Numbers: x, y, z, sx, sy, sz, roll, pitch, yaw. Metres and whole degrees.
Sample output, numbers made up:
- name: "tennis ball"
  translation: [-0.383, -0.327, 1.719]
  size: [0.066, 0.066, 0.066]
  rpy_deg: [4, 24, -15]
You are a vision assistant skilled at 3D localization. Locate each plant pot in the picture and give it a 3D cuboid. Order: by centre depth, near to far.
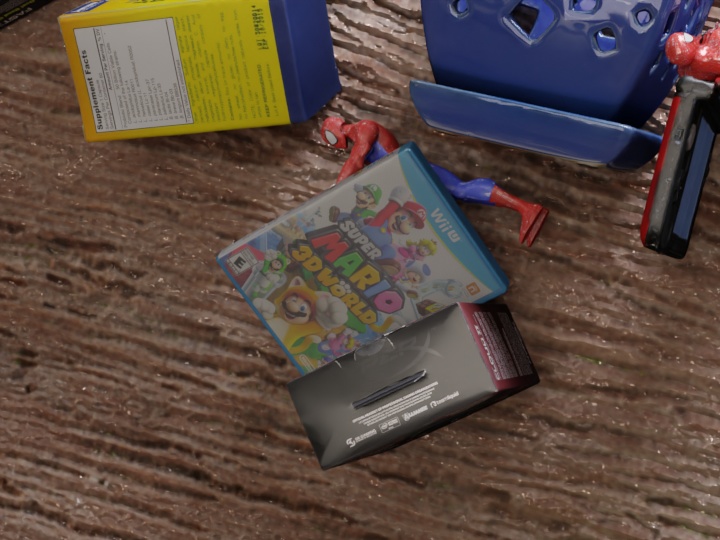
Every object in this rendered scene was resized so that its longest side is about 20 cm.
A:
- name: "plant pot"
  translation: [0.150, -0.177, 1.128]
  size: [0.199, 0.200, 0.180]
  rpy_deg: [15, 98, 18]

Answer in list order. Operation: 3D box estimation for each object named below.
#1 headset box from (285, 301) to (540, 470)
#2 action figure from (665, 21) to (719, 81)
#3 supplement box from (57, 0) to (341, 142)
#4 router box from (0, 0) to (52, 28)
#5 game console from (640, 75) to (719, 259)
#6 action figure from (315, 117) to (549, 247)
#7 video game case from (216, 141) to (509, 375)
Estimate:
- name: "headset box"
  translation: [0.043, 0.087, 1.146]
  size: [0.148, 0.200, 0.075]
  rpy_deg: [-26, 81, 14]
- name: "action figure"
  translation: [0.286, -0.163, 1.082]
  size: [0.065, 0.200, 0.052]
  rpy_deg: [-14, 89, 48]
- name: "supplement box"
  translation: [-0.131, -0.180, 1.240]
  size: [0.199, 0.110, 0.109]
  rpy_deg: [-3, 110, 16]
- name: "router box"
  translation: [-0.319, -0.312, 1.340]
  size: [0.200, 0.062, 0.150]
  rpy_deg: [-25, 83, 15]
- name: "game console"
  translation: [0.287, -0.083, 1.076]
  size: [0.118, 0.200, 0.173]
  rpy_deg: [14, 92, 18]
- name: "action figure"
  translation: [0.043, -0.056, 1.221]
  size: [0.200, 0.065, 0.099]
  rpy_deg: [30, 93, 15]
- name: "video game case"
  translation: [0.000, 0.000, 1.207]
  size: [0.200, 0.018, 0.143]
  rpy_deg: [-28, 107, 26]
